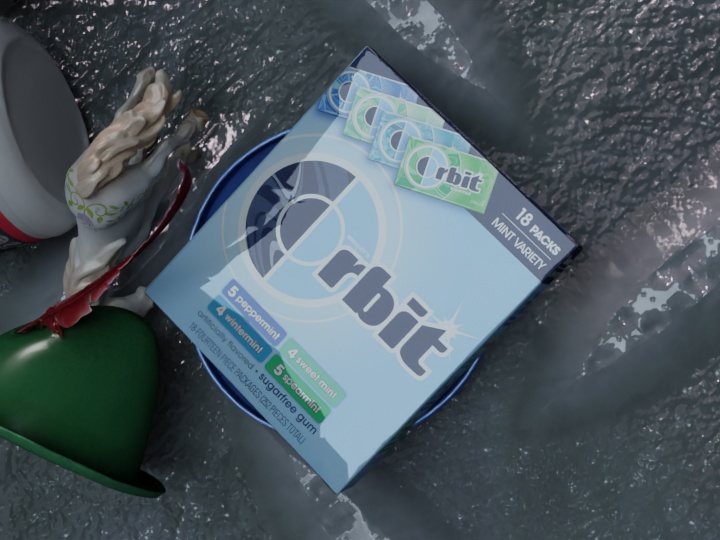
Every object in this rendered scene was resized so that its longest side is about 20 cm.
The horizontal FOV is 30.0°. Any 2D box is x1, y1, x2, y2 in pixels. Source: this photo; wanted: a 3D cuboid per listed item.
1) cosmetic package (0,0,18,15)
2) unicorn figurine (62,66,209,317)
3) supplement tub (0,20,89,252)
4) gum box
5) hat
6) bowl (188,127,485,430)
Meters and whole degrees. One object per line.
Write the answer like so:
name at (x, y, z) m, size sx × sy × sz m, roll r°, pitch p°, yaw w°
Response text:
cosmetic package at (-0.186, -0.232, 0.822) m, size 0.200 × 0.151 × 0.052 m, roll -35°, pitch 95°, yaw 10°
unicorn figurine at (-0.146, -0.036, 0.835) m, size 0.074 × 0.200 × 0.137 m, roll 21°, pitch 66°, yaw 19°
supplement tub at (-0.287, -0.066, 0.855) m, size 0.200 × 0.140 × 0.140 m, roll -16°, pitch 85°, yaw 13°
gum box at (0.000, 0.000, 0.792) m, size 0.170 × 0.045 × 0.200 m, roll 44°, pitch 99°, yaw 11°
hat at (-0.152, 0.026, 0.813) m, size 0.200 × 0.166 × 0.176 m, roll 20°, pitch 82°, yaw 43°
bowl at (-0.011, 0.007, 0.837) m, size 0.200 × 0.039 × 0.201 m, roll -1°, pitch 88°, yaw 14°
